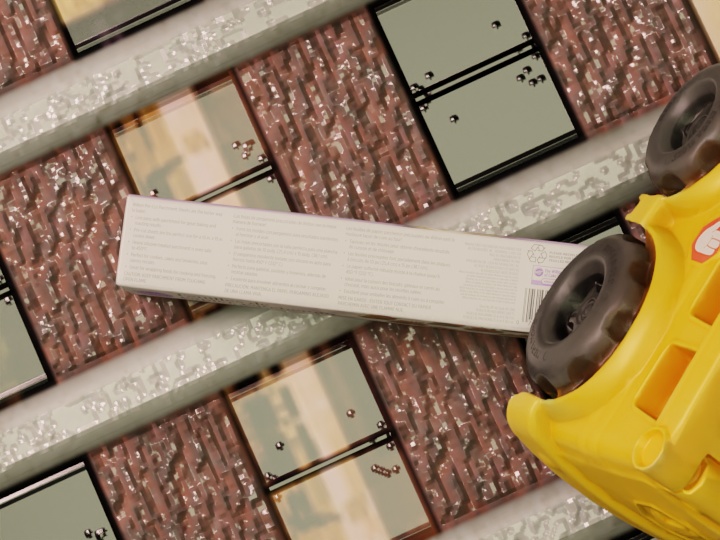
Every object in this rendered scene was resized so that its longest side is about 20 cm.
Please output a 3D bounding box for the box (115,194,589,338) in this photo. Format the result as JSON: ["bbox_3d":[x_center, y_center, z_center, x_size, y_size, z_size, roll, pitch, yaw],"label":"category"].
[{"bbox_3d":[0.000,0.000,0.936,0.199,0.039,0.042,6,85,5],"label":"box"}]

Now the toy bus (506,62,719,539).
[{"bbox_3d":[0.171,0.017,0.830,0.136,0.192,0.200,33,86,-15],"label":"toy bus"}]
